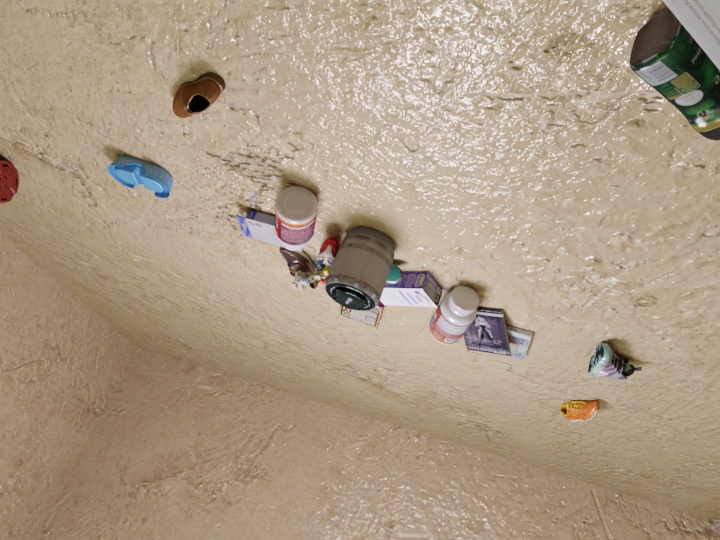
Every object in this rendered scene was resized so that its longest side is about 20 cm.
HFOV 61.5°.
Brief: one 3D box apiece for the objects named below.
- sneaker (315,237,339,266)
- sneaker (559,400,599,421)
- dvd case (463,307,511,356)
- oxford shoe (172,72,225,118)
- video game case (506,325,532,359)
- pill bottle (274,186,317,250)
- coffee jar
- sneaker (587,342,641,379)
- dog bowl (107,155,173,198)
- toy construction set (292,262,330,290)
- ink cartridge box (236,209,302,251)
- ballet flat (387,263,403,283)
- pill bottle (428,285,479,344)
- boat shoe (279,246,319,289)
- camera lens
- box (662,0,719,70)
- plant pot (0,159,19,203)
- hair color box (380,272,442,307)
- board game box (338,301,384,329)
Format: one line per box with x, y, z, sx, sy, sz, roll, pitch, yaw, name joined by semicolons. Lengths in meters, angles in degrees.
-0.084;-0.056;1.799;0.077;0.085;0.200;16;177;-1;sneaker
0.809;0.517;2.246;0.077;0.073;0.200;34;151;-3;sneaker
0.393;0.191;1.924;0.148;0.016;0.200;5;135;30;dvd case
-0.387;-0.386;1.388;0.071;0.071;0.200;35;153;-30;oxford shoe
0.462;0.228;1.996;0.182;0.023;0.200;14;154;15;video game case
-0.180;-0.135;1.668;0.113;0.113;0.200;20;154;1;pill bottle
0.491;-0.283;0.884;0.200;0.105;0.085;31;155;-22;coffee jar
0.770;0.278;1.811;0.139;0.078;0.200;12;162;15;sneaker
-0.653;-0.283;1.811;0.199;0.050;0.112;17;154;6;dog bowl
-0.112;0.030;1.917;0.199;0.131;0.092;7;151;27;toy construction set
-0.272;-0.124;1.844;0.199;0.042;0.119;14;154;9;ink cartridge box
0.042;-0.003;1.828;0.199;0.068;0.072;12;173;20;ballet flat
0.285;0.134;1.830;0.112;0.112;0.200;20;144;1;pill bottle
-0.199;-0.008;1.976;0.072;0.072;0.200;0;148;37;boat shoe
0.000;0.000;1.694;0.159;0.200;0.160;17;154;9;camera lens
0.439;-0.366;0.650;0.199;0.200;0.171;34;154;-23;box
-1.321;-0.320;2.104;0.194;0.201;0.201;9;153;6;plant pot
0.138;0.058;1.864;0.199;0.065;0.109;2;148;38;hair color box
0.004;0.129;2.121;0.151;0.046;0.200;19;154;4;board game box
